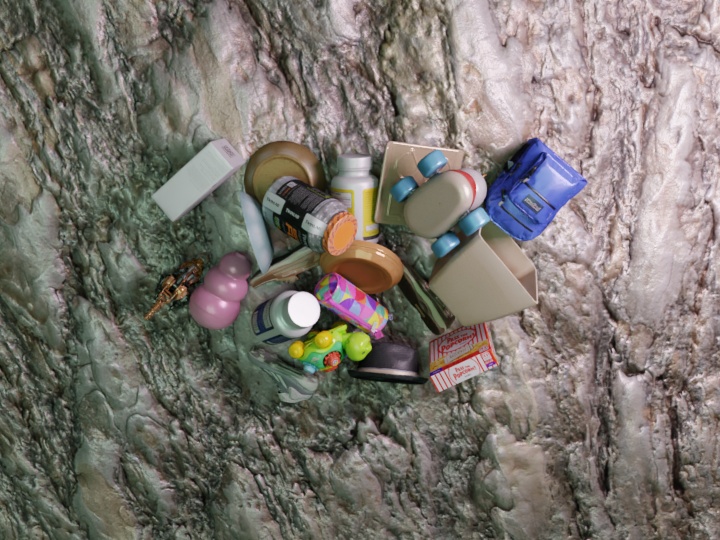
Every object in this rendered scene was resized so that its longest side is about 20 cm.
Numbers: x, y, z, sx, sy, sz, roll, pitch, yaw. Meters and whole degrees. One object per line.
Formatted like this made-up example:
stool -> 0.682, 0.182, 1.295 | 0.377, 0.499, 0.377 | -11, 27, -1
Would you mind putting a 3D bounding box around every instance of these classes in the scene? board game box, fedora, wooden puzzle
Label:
board game box -> 0.238, 0.195, 1.471 | 0.151, 0.200, 0.046 | -27, 102, 12
fedora -> 0.069, 0.226, 1.537 | 0.200, 0.201, 0.092 | 5, 77, 4
wooden puzzle -> 0.129, -0.194, 1.427 | 0.199, 0.046, 0.186 | 2, 109, -21

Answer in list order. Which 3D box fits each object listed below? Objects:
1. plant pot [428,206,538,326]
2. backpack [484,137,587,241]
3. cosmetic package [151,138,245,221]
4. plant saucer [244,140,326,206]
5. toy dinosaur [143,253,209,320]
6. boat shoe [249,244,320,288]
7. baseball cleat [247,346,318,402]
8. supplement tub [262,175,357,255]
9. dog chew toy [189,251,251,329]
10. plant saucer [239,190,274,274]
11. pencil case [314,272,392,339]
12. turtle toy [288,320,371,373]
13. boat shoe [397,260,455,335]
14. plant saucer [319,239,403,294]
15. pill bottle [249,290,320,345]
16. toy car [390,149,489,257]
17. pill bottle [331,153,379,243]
plant pot -> 0.270, 0.009, 1.426 | 0.177, 0.200, 0.200 | -38, 100, 26
backpack -> 0.367, -0.169, 1.370 | 0.162, 0.168, 0.200 | 41, 110, 0
cosmetic package -> -0.377, -0.212, 1.458 | 0.200, 0.113, 0.081 | -39, 99, 16
plant saucer -> -0.182, -0.204, 1.480 | 0.200, 0.035, 0.201 | 2, 106, 5
toy dinosaur -> -0.453, 0.036, 1.522 | 0.200, 0.136, 0.102 | -27, 87, -29
boat shoe -> -0.179, 0.000, 1.522 | 0.200, 0.076, 0.072 | -27, 106, 15
baseball cleat -> -0.211, 0.278, 1.609 | 0.200, 0.070, 0.107 | 26, 107, -2
supplement tub -> -0.110, -0.118, 1.376 | 0.200, 0.122, 0.123 | 31, 110, 30
dog chew toy -> -0.333, 0.044, 1.527 | 0.124, 0.125, 0.200 | 30, 102, -4
plant saucer -> -0.232, -0.092, 1.438 | 0.039, 0.201, 0.202 | -16, 105, -3
pencil case -> -0.016, 0.084, 1.485 | 0.088, 0.088, 0.200 | -44, 125, 16
turtle toy -> -0.069, 0.188, 1.511 | 0.200, 0.146, 0.101 | -22, 91, 23
boat shoe -> 0.157, 0.055, 1.516 | 0.075, 0.075, 0.203 | -34, 95, -22
plant saucer -> 0.000, 0.000, 1.459 | 0.200, 0.038, 0.200 | 8, 148, 5
pill bottle -> -0.177, 0.110, 1.483 | 0.111, 0.111, 0.200 | 51, 147, -10
toy car -> 0.205, -0.160, 1.375 | 0.177, 0.200, 0.185 | -41, 82, 40
pill bottle -> -0.012, -0.162, 1.436 | 0.111, 0.111, 0.201 | 2, 107, 5
